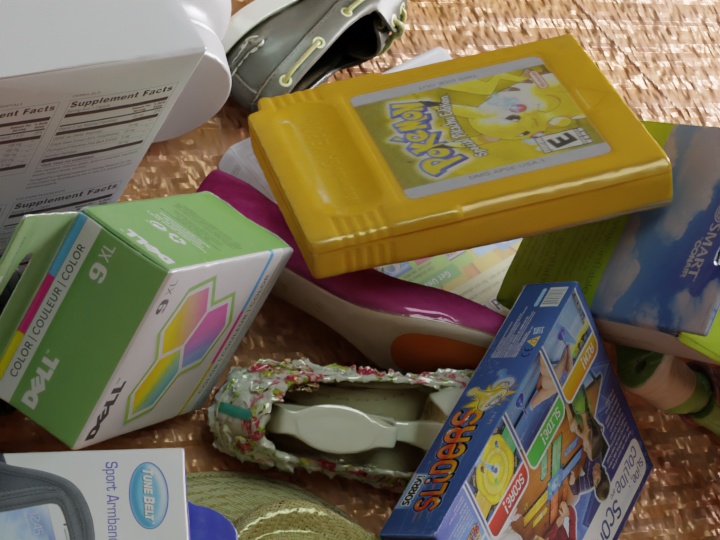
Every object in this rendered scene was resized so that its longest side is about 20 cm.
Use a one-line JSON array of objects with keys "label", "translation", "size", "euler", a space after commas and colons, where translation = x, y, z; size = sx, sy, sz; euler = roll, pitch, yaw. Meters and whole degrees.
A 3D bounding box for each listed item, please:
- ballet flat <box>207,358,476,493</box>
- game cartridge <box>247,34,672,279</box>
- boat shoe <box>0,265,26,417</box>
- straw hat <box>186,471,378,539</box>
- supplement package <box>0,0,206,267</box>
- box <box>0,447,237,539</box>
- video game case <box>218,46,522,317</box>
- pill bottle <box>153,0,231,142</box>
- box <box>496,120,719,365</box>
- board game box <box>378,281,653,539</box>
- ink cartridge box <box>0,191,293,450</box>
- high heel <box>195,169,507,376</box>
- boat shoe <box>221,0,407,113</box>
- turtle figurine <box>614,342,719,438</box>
[{"label": "ballet flat", "translation": [0.017, 0.087, 1.374], "size": [0.199, 0.064, 0.076], "euler": [2, 94, -23]}, {"label": "game cartridge", "translation": [0.049, -0.067, 1.426], "size": [0.199, 0.033, 0.176], "euler": [-11, 31, -10]}, {"label": "boat shoe", "translation": [-0.217, 0.042, 1.254], "size": [0.074, 0.076, 0.200], "euler": [1, 12, 19]}, {"label": "straw hat", "translation": [-0.036, 0.157, 1.276], "size": [0.201, 0.085, 0.201], "euler": [17, 47, -19]}, {"label": "supplement package", "translation": [-0.206, -0.094, 1.301], "size": [0.150, 0.200, 0.152], "euler": [-13, 61, -38]}, {"label": "box", "translation": [-0.155, 0.142, 1.204], "size": [0.199, 0.042, 0.119], "euler": [-3, 53, -5]}, {"label": "video game case", "translation": [0.041, -0.033, 1.528], "size": [0.182, 0.023, 0.200], "euler": [48, 45, 13]}, {"label": "pill bottle", "translation": [-0.138, -0.175, 1.472], "size": [0.113, 0.113, 0.200], "euler": [1, 55, -30]}, {"label": "box", "translation": [0.164, -0.019, 1.414], "size": [0.048, 0.200, 0.122], "euler": [29, 81, -29]}, {"label": "board game box", "translation": [0.086, 0.120, 1.355], "size": [0.200, 0.034, 0.136], "euler": [-56, 132, -43]}, {"label": "ink cartridge box", "translation": [-0.117, 0.024, 1.266], "size": [0.059, 0.104, 0.200], "euler": [35, 16, 16]}, {"label": "high heel", "translation": [0.000, 0.000, 1.428], "size": [0.199, 0.067, 0.096], "euler": [7, 57, 2]}, {"label": "boat shoe", "translation": [-0.011, -0.148, 1.558], "size": [0.060, 0.072, 0.202], "euler": [46, 50, 11]}, {"label": "turtle figurine", "translation": [0.246, 0.060, 1.475], "size": [0.194, 0.200, 0.144], "euler": [37, -5, -35]}]
